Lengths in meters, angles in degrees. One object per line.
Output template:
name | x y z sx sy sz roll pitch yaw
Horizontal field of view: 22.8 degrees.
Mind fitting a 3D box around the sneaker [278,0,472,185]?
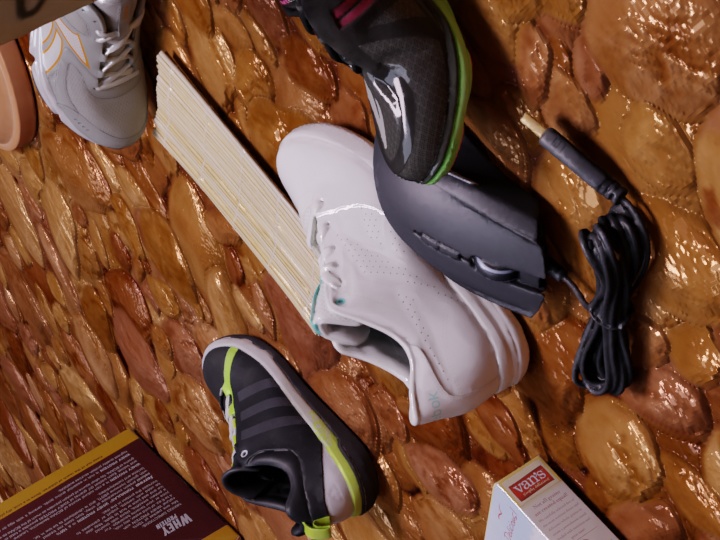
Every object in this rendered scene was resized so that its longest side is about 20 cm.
sneaker | -0.010 -0.131 0.840 0.077 0.083 0.201 -12 101 66

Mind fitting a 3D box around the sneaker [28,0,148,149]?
sneaker | -0.172 -0.162 1.165 0.092 0.076 0.201 27 141 45

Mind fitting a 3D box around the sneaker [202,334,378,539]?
sneaker | -0.070 0.115 1.246 0.200 0.083 0.072 37 147 43

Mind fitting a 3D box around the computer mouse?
computer mouse | 0.060 -0.032 0.868 0.200 0.046 0.141 48 154 29

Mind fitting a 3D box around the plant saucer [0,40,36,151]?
plant saucer | -0.339 -0.193 1.512 0.200 0.032 0.201 44 151 33

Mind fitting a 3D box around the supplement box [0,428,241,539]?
supplement box | -0.226 0.285 1.604 0.200 0.197 0.133 35 145 44

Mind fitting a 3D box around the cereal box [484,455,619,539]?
cereal box | 0.141 0.215 0.985 0.200 0.039 0.144 48 153 29

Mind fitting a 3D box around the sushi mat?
sushi mat | -0.078 -0.050 1.167 0.200 0.012 0.096 50 153 24

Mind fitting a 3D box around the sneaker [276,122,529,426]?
sneaker | 0.000 0.000 0.973 0.200 0.088 0.075 48 155 28

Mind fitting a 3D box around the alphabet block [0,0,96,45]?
alphabet block | -0.186 -0.259 0.924 0.197 0.199 0.196 51 154 20
